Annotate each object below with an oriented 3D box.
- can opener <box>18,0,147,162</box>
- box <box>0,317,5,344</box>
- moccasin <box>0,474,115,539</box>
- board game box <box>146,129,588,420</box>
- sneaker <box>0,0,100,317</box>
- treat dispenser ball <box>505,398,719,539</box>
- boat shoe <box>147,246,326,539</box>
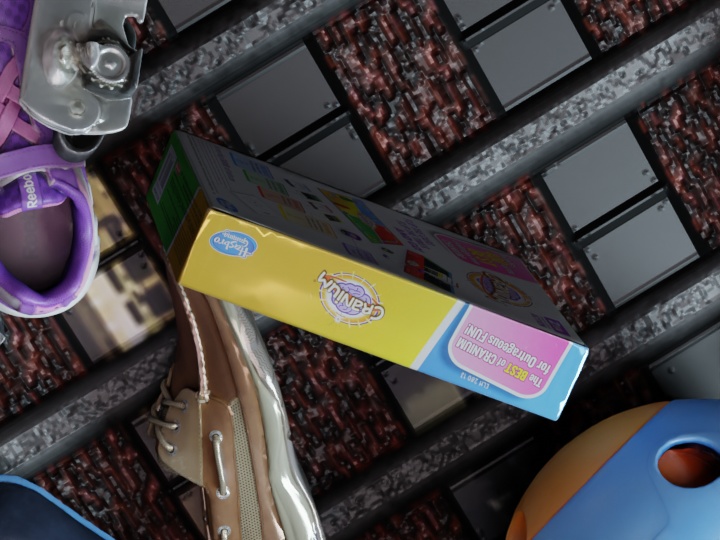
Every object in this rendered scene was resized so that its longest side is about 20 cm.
[{"bbox_3d":[-0.127,-0.151,1.334,0.053,0.067,0.201,11,70,-13],"label":"can opener"},{"bbox_3d":[-0.300,0.054,1.389,0.160,0.044,0.200,39,95,-18],"label":"box"},{"bbox_3d":[-0.131,0.186,1.437,0.199,0.068,0.081,30,131,-9],"label":"moccasin"},{"bbox_3d":[0.000,0.000,1.374,0.199,0.153,0.040,20,102,-15],"label":"board game box"},{"bbox_3d":[-0.167,-0.065,1.358,0.080,0.088,0.201,-12,106,-6],"label":"sneaker"},{"bbox_3d":[0.169,0.166,1.426,0.200,0.201,0.202,-3,106,-10],"label":"treat dispenser ball"},{"bbox_3d":[-0.073,0.080,1.425,0.071,0.076,0.201,-17,106,-3],"label":"boat shoe"}]
